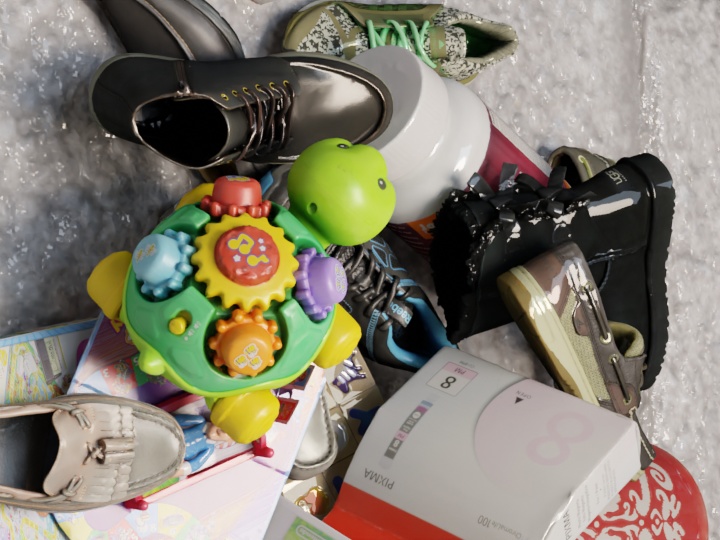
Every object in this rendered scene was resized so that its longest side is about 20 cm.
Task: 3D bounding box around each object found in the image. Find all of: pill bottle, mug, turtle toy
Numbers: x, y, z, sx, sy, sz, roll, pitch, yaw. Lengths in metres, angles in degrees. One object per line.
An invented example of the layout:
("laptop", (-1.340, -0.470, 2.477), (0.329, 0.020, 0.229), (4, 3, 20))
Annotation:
("pill bottle", (0.060, -0.065, 1.704), (0.200, 0.109, 0.110), (39, 60, -44))
("mug", (0.123, 0.172, 1.729), (0.200, 0.177, 0.134), (8, 109, -56))
("turtle toy", (-0.060, -0.003, 1.488), (0.146, 0.101, 0.200), (43, 62, 9))

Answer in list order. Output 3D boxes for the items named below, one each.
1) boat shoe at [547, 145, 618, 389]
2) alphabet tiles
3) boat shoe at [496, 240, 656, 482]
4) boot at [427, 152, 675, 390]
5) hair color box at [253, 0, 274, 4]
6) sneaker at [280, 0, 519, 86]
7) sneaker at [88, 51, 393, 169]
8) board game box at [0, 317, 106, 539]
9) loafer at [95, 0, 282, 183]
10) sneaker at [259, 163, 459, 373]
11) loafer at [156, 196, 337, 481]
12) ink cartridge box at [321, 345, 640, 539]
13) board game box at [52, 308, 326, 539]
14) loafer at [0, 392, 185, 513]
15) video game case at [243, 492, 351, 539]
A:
("boat shoe", (0.160, 0.005, 1.835), (0.060, 0.072, 0.202), (20, 65, -37))
("alphabet tiles", (-0.060, 0.132, 1.623), (0.200, 0.006, 0.167), (-27, 91, -29))
("boat shoe", (0.160, 0.061, 1.641), (0.066, 0.072, 0.201), (-34, 126, 1))
("boot", (0.129, 0.014, 1.681), (0.162, 0.073, 0.199), (-16, 127, -24))
("hair color box", (-0.101, -0.247, 1.608), (0.200, 0.101, 0.061), (27, 68, -38))
("sneaker", (0.031, -0.160, 1.724), (0.200, 0.089, 0.077), (-12, 93, -42))
("sneaker", (-0.063, -0.091, 1.544), (0.200, 0.106, 0.075), (-1, 107, -19))
("board game box", (-0.200, 0.138, 1.517), (0.134, 0.034, 0.200), (-11, 93, -42))
("loafer", (-0.109, -0.117, 1.607), (0.200, 0.073, 0.072), (48, 61, -26))
("sneaker", (0.000, 0.000, 1.654), (0.073, 0.082, 0.200), (-52, 131, -8))
("loafer", (-0.070, 0.042, 1.596), (0.070, 0.070, 0.200), (-29, 90, -29))
("ink cartridge box", (0.059, 0.145, 1.580), (0.200, 0.162, 0.057), (-40, 135, -33))
("board game box", (-0.103, 0.098, 1.521), (0.158, 0.039, 0.200), (26, 78, -23))
("loafer", (-0.195, 0.107, 1.440), (0.200, 0.063, 0.072), (2, 89, -17))
("video game case", (-0.030, 0.258, 1.518), (0.182, 0.200, 0.022), (-57, 148, -6))
